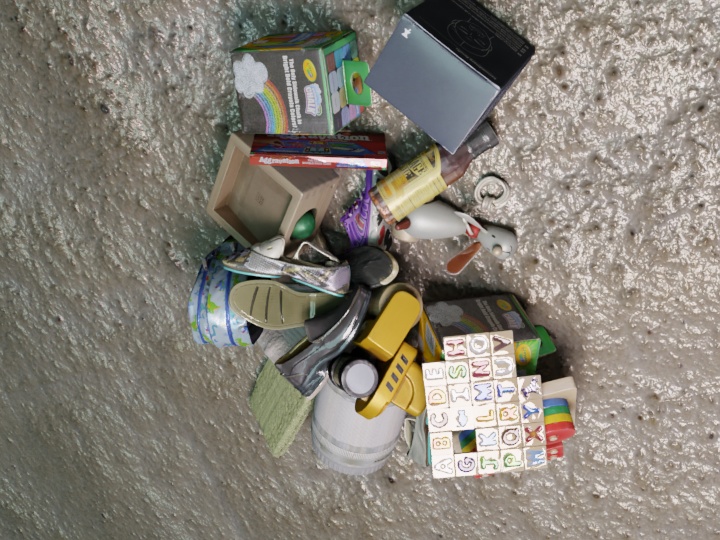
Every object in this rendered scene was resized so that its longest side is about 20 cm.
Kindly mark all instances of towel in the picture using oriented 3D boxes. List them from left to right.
[{"bbox_3d":[-0.142,0.233,1.545,0.149,0.036,0.202,58,134,36],"label":"towel"},{"bbox_3d":[-0.094,0.109,1.398,0.200,0.133,0.034,39,179,45],"label":"towel"}]

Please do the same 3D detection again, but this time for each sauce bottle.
[{"bbox_3d":[0.105,-0.144,1.206,0.199,0.066,0.066,-35,99,7],"label":"sauce bottle"}]

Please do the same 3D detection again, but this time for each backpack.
[{"bbox_3d":[-0.210,0.045,1.394,0.151,0.201,0.166,-6,121,-12],"label":"backpack"}]

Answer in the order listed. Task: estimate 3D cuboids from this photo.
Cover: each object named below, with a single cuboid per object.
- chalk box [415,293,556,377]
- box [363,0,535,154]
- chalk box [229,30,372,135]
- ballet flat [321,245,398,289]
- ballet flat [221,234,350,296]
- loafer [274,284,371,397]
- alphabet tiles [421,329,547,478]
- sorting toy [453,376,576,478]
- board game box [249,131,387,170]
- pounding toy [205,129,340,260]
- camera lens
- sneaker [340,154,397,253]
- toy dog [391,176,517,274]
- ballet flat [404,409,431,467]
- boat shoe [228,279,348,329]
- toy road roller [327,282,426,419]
[{"bbox_3d":[0.195,0.123,1.280,0.196,0.125,0.126,-4,123,-12],"label":"chalk box"},{"bbox_3d":[0.120,-0.265,1.086,0.148,0.200,0.108,39,126,2],"label":"box"},{"bbox_3d":[-0.070,-0.274,1.225,0.197,0.124,0.127,5,117,23],"label":"chalk box"},{"bbox_3d":[0.000,0.000,1.317,0.056,0.068,0.199,18,167,-32],"label":"ballet flat"},{"bbox_3d":[-0.108,-0.016,1.270,0.197,0.073,0.073,13,124,-6],"label":"ballet flat"},{"bbox_3d":[-0.055,0.097,1.267,0.072,0.073,0.201,33,105,-8],"label":"loafer"},{"bbox_3d":[0.174,0.188,1.184,0.164,0.008,0.204,-6,97,3],"label":"alphabet tiles"},{"bbox_3d":[0.235,0.248,1.276,0.196,0.071,0.199,-15,152,6],"label":"sorting toy"},{"bbox_3d":[-0.060,-0.180,1.238,0.196,0.103,0.020,2,119,-2],"label":"board game box"},{"bbox_3d":[-0.119,-0.104,1.349,0.199,0.142,0.186,40,128,16],"label":"pounding toy"},{"bbox_3d":[0.001,0.225,1.431,0.158,0.160,0.203,23,124,14],"label":"camera lens"},{"bbox_3d":[0.007,-0.089,1.315,0.082,0.081,0.203,23,124,20],"label":"sneaker"},{"bbox_3d":[0.128,-0.063,1.254,0.197,0.096,0.134,2,117,25],"label":"toy dog"},{"bbox_3d":[0.106,0.253,1.454,0.063,0.067,0.203,18,122,25],"label":"ballet flat"},{"bbox_3d":[-0.117,0.054,1.314,0.068,0.197,0.076,7,88,65],"label":"boat shoe"},{"bbox_3d":[0.051,0.132,1.278,0.145,0.123,0.202,32,82,-10],"label":"toy road roller"}]
